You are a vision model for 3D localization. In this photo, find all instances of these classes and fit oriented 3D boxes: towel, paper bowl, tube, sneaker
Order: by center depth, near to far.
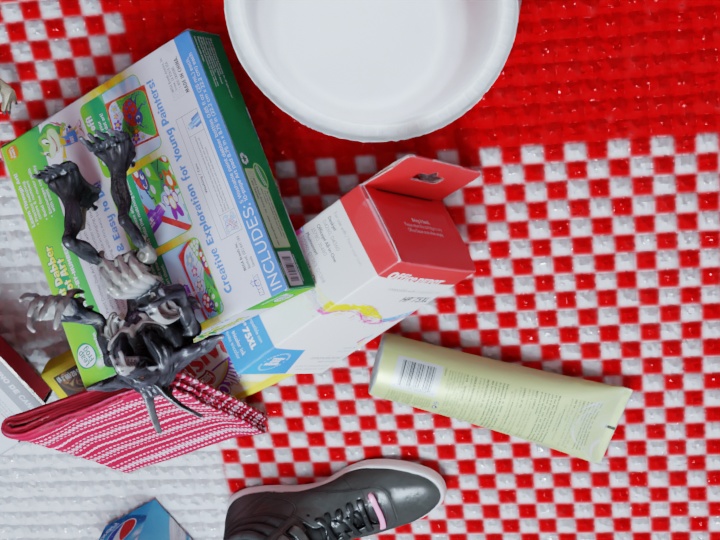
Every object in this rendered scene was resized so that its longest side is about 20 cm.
[{"bbox_3d":[0.007,-0.180,0.962,0.200,0.104,0.201,4,120,7],"label":"paper bowl"},{"bbox_3d":[-0.172,0.123,1.128,0.144,0.023,0.200,-19,158,13],"label":"towel"},{"bbox_3d":[0.107,0.099,1.135,0.200,0.052,0.058,15,162,-2],"label":"tube"},{"bbox_3d":[-0.027,0.218,1.192,0.200,0.099,0.071,-12,114,15],"label":"sneaker"}]

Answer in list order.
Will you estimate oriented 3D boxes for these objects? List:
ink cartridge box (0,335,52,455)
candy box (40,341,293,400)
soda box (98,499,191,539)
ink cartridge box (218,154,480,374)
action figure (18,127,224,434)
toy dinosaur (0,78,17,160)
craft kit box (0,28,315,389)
[{"bbox_3d":[-0.360,0.069,1.179,0.175,0.084,0.200,-31,110,24],"label":"ink cartridge box"},{"bbox_3d":[-0.156,0.079,1.181,0.200,0.026,0.102,-26,115,23],"label":"candy box"},{"bbox_3d":[-0.153,0.304,1.281,0.064,0.068,0.200,-30,110,23],"label":"soda box"},{"bbox_3d":[0.000,0.000,1.049,0.200,0.116,0.067,-35,70,26],"label":"ink cartridge box"},{"bbox_3d":[-0.170,0.013,0.974,0.119,0.102,0.200,-24,78,27],"label":"action figure"},{"bbox_3d":[-0.315,-0.132,1.069,0.101,0.058,0.200,24,122,9],"label":"toy dinosaur"},{"bbox_3d":[-0.152,-0.040,1.040,0.197,0.049,0.200,-25,81,26],"label":"craft kit box"}]
